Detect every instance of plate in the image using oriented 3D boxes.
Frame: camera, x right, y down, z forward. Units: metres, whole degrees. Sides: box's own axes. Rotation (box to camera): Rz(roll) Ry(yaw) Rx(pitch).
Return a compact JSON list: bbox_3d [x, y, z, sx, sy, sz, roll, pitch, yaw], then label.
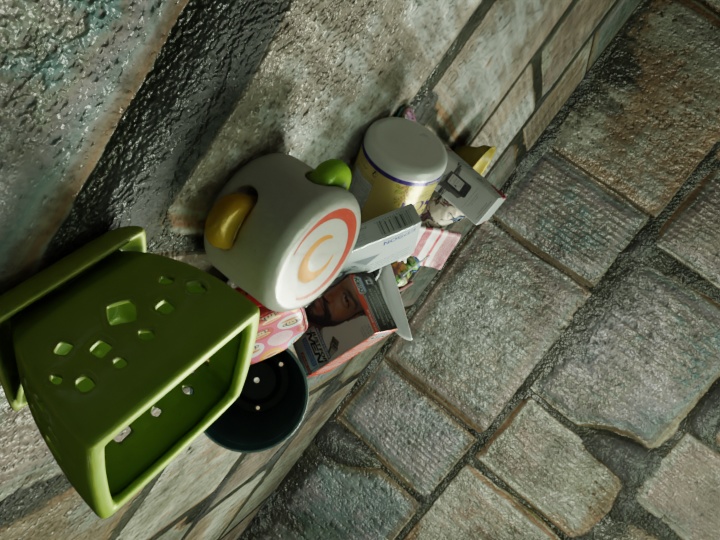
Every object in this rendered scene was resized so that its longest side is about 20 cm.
[{"bbox_3d":[0.043,0.044,1.428,0.032,0.200,0.200,-22,-159,-13],"label":"plate"}]

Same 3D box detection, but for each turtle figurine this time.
[{"bbox_3d":[0.053,-0.008,1.589,0.194,0.144,0.200,-35,165,-7],"label":"turtle figurine"}]

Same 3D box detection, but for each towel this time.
[{"bbox_3d":[0.145,-0.064,1.669,0.144,0.199,0.023,114,-22,-48],"label":"towel"}]

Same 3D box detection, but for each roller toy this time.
[{"bbox_3d":[-0.105,-0.051,0.831,0.200,0.140,0.183,-42,154,-31],"label":"roller toy"}]

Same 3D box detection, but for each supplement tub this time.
[{"bbox_3d":[0.051,-0.147,1.114,0.145,0.145,0.200,-42,164,-40],"label":"supplement tub"}]

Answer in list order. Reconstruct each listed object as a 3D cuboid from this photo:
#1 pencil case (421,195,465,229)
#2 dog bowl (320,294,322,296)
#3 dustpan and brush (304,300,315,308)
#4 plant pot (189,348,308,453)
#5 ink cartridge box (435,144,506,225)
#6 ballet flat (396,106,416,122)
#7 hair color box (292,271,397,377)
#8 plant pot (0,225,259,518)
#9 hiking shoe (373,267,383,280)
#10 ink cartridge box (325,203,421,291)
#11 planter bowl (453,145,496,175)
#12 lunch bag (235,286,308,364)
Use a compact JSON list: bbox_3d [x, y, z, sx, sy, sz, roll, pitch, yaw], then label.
[{"bbox_3d":[0.189,-0.135,1.662,0.200,0.089,0.078,-27,-154,28],"label":"pencil case"},{"bbox_3d":[-0.056,-0.027,1.279,0.200,0.059,0.200,-48,168,-14],"label":"dog bowl"},{"bbox_3d":[-0.127,0.086,1.285,0.200,0.139,0.057,-174,-92,-70],"label":"dustpan and brush"},{"bbox_3d":[-0.194,0.212,1.175,0.200,0.200,0.188,-51,-178,-4],"label":"plant pot"},{"bbox_3d":[0.236,-0.205,1.514,0.083,0.200,0.145,-52,169,19],"label":"ink cartridge box"},{"bbox_3d":[0.072,-0.208,1.194,0.069,0.071,0.200,-39,162,-47],"label":"ballet flat"},{"bbox_3d":[-0.039,0.097,1.117,0.064,0.111,0.200,-6,156,-48],"label":"hair color box"},{"bbox_3d":[-0.240,0.089,0.633,0.200,0.181,0.199,-43,166,-37],"label":"plant pot"},{"bbox_3d":[0.000,0.000,1.295,0.200,0.076,0.101,-53,-178,43],"label":"hiking shoe"},{"bbox_3d":[-0.001,-0.021,1.068,0.199,0.041,0.200,-23,164,-7],"label":"ink cartridge box"},{"bbox_3d":[0.271,-0.273,1.721,0.200,0.083,0.200,-48,167,-15],"label":"planter bowl"},{"bbox_3d":[-0.179,0.081,0.936,0.200,0.082,0.176,-24,159,-9],"label":"lunch bag"}]
